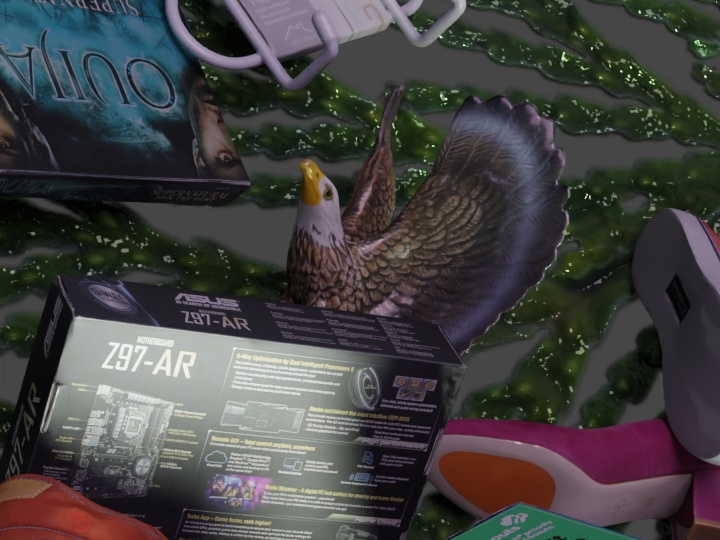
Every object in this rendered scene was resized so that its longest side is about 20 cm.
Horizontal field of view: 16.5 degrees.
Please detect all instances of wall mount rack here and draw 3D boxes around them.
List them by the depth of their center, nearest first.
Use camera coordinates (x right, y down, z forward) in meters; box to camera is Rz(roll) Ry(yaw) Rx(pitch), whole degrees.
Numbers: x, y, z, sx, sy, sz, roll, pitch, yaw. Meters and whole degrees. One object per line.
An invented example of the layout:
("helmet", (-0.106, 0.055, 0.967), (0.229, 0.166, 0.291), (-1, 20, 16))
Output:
("wall mount rack", (-0.033, -0.193, 1.388), (0.200, 0.075, 0.174), (-24, 77, -45))

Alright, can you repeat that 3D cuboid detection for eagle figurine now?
("eagle figurine", (0.000, -0.005, 1.270), (0.200, 0.151, 0.152), (-33, 71, -29))

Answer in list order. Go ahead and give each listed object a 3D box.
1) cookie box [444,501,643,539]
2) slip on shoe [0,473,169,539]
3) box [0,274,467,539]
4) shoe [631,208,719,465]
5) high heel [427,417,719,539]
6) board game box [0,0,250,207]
("cookie box", (0.120, 0.209, 1.086), (0.075, 0.200, 0.171), (-21, 110, -34))
("slip on shoe", (-0.099, 0.147, 1.138), (0.200, 0.074, 0.061), (34, 40, -44))
("box", (-0.067, 0.092, 1.181), (0.200, 0.160, 0.044), (7, 25, -23))
("shoe", (0.216, 0.043, 1.377), (0.091, 0.072, 0.200), (19, 30, -20))
("high heel", (0.121, 0.096, 1.341), (0.200, 0.067, 0.096), (12, 39, -11))
("board game box", (-0.150, -0.099, 1.275), (0.200, 0.028, 0.135), (0, 62, -54))
